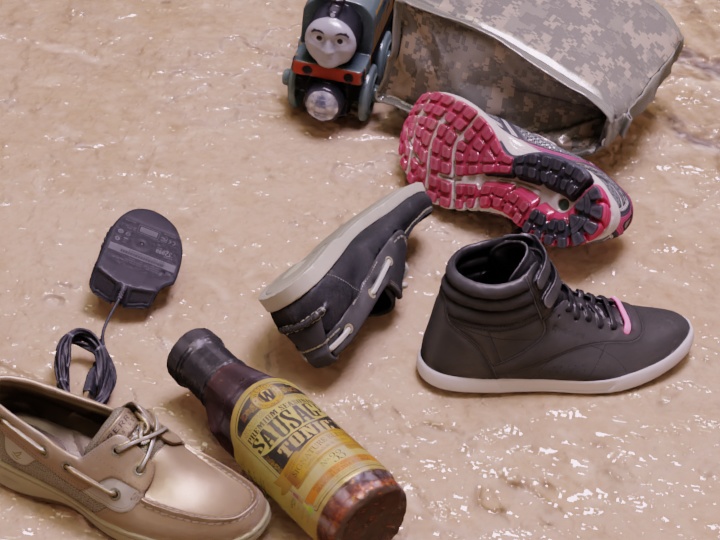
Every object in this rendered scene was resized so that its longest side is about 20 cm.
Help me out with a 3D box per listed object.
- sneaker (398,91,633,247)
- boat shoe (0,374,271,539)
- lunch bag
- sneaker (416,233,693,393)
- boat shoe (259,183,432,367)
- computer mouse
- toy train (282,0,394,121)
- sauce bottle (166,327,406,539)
[{"bbox_3d":[0.112,-0.069,1.653,0.199,0.081,0.074,32,16,30],"label":"sneaker"},{"bbox_3d":[-0.149,0.118,1.377,0.199,0.065,0.072,18,39,17],"label":"boat shoe"},{"bbox_3d":[0.139,-0.166,1.731,0.199,0.118,0.164,24,39,16],"label":"lunch bag"},{"bbox_3d":[0.139,0.025,1.503,0.198,0.100,0.071,-3,36,-13],"label":"sneaker"},{"bbox_3d":[0.000,0.000,1.553,0.068,0.072,0.200,52,37,-6],"label":"boat shoe"},{"bbox_3d":[-0.169,0.031,1.524,0.058,0.034,0.201,23,43,-4],"label":"computer mouse"},{"bbox_3d":[-0.007,-0.204,1.771,0.085,0.115,0.200,11,38,9],"label":"toy train"},{"bbox_3d":[-0.053,0.106,1.406,0.066,0.066,0.200,-25,46,-33],"label":"sauce bottle"}]
